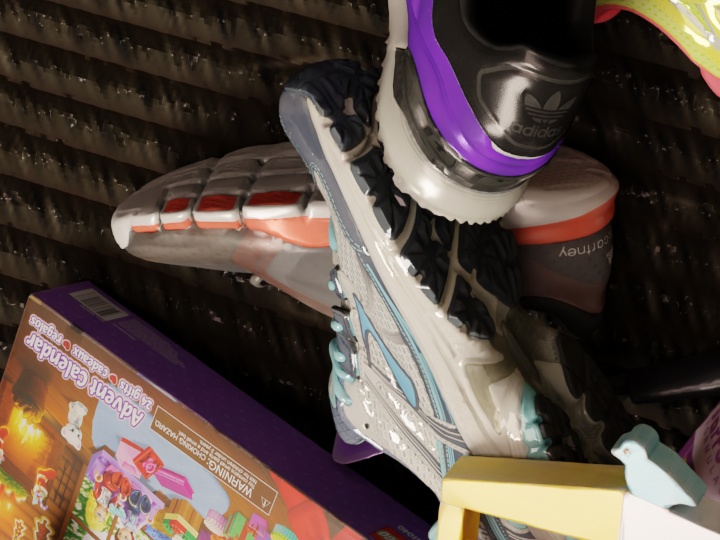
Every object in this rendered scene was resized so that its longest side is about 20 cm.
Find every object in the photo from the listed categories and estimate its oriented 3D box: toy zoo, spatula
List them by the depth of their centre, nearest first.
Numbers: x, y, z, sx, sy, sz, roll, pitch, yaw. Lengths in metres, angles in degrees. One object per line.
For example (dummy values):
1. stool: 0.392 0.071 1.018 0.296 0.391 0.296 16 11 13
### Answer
1. toy zoo: 0.086 0.143 0.922 0.131 0.020 0.200 13 116 20
2. spatula: 0.086 0.041 1.008 0.199 0.057 0.021 -6 130 14

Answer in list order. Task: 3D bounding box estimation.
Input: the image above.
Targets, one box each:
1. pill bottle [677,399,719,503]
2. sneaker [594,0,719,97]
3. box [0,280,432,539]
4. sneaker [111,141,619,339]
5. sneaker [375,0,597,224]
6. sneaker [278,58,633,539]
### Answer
1. pill bottle: 0.158 0.096 0.948 0.112 0.112 0.200 37 120 6
2. sneaker: 0.153 -0.099 0.921 0.200 0.078 0.091 17 112 27
3. box: -0.071 0.113 1.055 0.200 0.039 0.137 33 116 27
4. sneaker: 0.000 0.000 1.007 0.199 0.077 0.082 1 113 20
5. sneaker: 0.044 -0.124 0.899 0.100 0.069 0.201 -50 44 51
6. sneaker: 0.015 0.022 0.939 0.086 0.078 0.200 -21 106 30
